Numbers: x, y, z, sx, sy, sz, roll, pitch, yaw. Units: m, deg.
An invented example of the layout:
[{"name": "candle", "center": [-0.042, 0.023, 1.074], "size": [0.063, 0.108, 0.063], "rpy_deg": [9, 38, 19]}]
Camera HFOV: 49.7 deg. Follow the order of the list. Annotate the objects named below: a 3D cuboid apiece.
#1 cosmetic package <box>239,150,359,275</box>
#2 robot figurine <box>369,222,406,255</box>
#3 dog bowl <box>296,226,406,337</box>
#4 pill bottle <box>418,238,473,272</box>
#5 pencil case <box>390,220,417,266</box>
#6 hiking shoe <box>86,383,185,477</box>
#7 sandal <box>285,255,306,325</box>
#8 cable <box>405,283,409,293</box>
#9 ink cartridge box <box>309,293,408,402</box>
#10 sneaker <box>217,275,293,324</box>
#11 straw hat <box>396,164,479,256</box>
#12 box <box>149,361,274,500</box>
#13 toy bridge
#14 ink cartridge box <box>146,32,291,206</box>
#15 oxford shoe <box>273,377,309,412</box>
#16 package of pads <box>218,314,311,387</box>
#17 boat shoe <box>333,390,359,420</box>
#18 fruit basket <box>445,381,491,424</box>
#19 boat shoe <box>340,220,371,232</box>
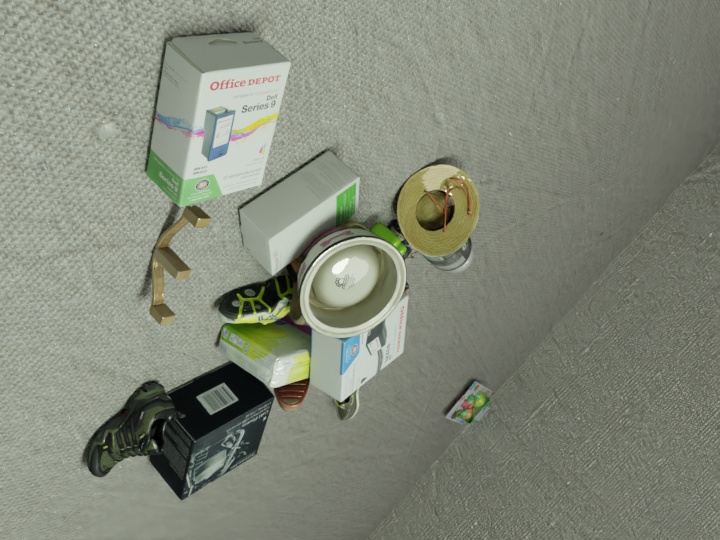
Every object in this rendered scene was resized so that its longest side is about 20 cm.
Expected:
[{"name": "cosmetic package", "center": [-0.101, -0.099, 1.315], "size": [0.200, 0.085, 0.108], "rpy_deg": [-39, 157, -22]}, {"name": "robot figurine", "center": [0.000, 0.000, 1.580], "size": [0.200, 0.116, 0.175], "rpy_deg": [-48, 153, -1]}, {"name": "dog bowl", "center": [-0.023, 0.013, 1.345], "size": [0.198, 0.074, 0.202], "rpy_deg": [-13, 125, -18]}, {"name": "pill bottle", "center": [0.197, -0.063, 1.814], "size": [0.113, 0.113, 0.200], "rpy_deg": [-50, 156, 3]}, {"name": "pencil case", "center": [0.056, -0.008, 1.706], "size": [0.089, 0.078, 0.201], "rpy_deg": [11, 119, -42]}, {"name": "hiking shoe", "center": [-0.401, 0.300, 1.374], "size": [0.200, 0.101, 0.076], "rpy_deg": [-50, 154, 3]}, {"name": "sandal", "center": [-0.110, 0.000, 1.397], "size": [0.054, 0.080, 0.202], "rpy_deg": [4, 101, -29]}, {"name": "cable", "center": [0.095, 0.049, 1.848], "size": [0.097, 0.050, 0.200], "rpy_deg": [-39, 168, -20]}, {"name": "ink cartridge box", "center": [-0.001, 0.131, 1.482], "size": [0.199, 0.083, 0.146], "rpy_deg": [-33, 137, -42]}, {"name": "sneaker", "center": [-0.182, 0.072, 1.437], "size": [0.199, 0.075, 0.077], "rpy_deg": [-14, 138, -49]}, {"name": "straw hat", "center": [0.153, -0.128, 1.673], "size": [0.201, 0.202, 0.085], "rpy_deg": [-41, -164, -15]}, {"name": "box", "center": [-0.296, 0.311, 1.539], "size": [0.199, 0.124, 0.198], "rpy_deg": [-25, 148, -41]}, {"name": "toy bridge", "center": [-0.282, -0.012, 1.163], "size": [0.027, 0.067, 0.201], "rpy_deg": [-11, 135, -51]}, {"name": "ink cartridge box", "center": [-0.189, -0.200, 1.026], "size": [0.145, 0.087, 0.201], "rpy_deg": [-22, 142, -43]}, {"name": "oxford shoe", "center": [-0.138, 0.231, 1.522], "size": [0.200, 0.070, 0.076], "rpy_deg": [-103, -160, -69]}, {"name": "package of pads", "center": [-0.152, 0.152, 1.495], "size": [0.199, 0.154, 0.069], "rpy_deg": [-7, 119, -55]}, {"name": "boat shoe", "center": [-0.040, 0.320, 2.026], "size": [0.060, 0.072, 0.203], "rpy_deg": [-24, 139, -38]}, {"name": "fruit basket", "center": [0.432, 0.530, 3.062], "size": [0.186, 0.094, 0.200], "rpy_deg": [-50, 152, 3]}, {"name": "boat shoe", "center": [0.004, -0.033, 1.433], "size": [0.074, 0.067, 0.200], "rpy_deg": [-34, 142, 0]}]
